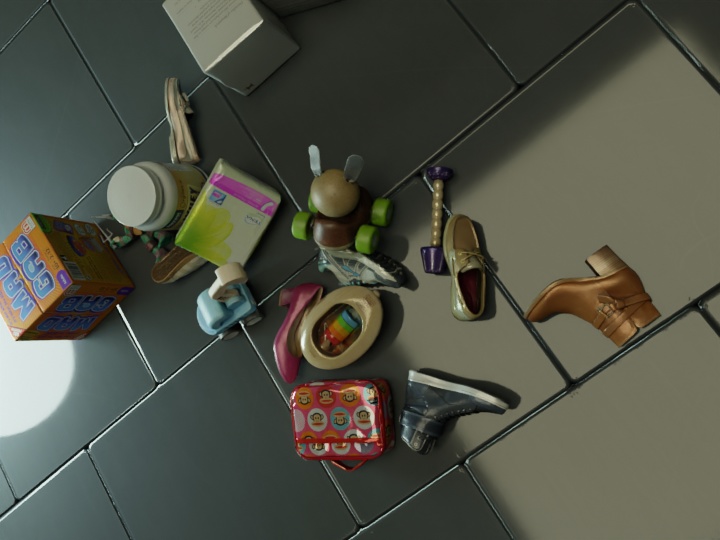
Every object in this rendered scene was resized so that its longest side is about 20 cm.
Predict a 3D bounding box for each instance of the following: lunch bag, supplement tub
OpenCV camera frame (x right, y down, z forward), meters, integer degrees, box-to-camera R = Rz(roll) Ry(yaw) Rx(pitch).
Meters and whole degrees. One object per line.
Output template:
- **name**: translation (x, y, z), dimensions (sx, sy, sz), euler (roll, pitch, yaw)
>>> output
- **lunch bag**: translation (-0.034, 0.300, 1.481), dimensions (0.200, 0.082, 0.176), euler (-7, 87, 24)
- **supplement tub**: translation (-0.419, -0.156, 1.607), dimensions (0.144, 0.200, 0.145), euler (2, 96, 23)

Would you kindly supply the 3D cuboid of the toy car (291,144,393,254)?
- **toy car**: translation (-0.040, -0.151, 1.435), dimensions (0.164, 0.200, 0.158), euler (13, 49, 17)

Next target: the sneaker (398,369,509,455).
- **sneaker**: translation (0.164, 0.274, 1.389), dimensions (0.202, 0.077, 0.146), euler (10, 78, 33)

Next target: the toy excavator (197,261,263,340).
- **toy excavator**: translation (-0.273, 0.059, 1.534), dimensions (0.194, 0.200, 0.100), euler (-33, 74, 17)

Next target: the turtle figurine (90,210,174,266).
- **turtle figurine**: translation (-0.509, -0.098, 1.695), dimensions (0.200, 0.150, 0.101), euler (33, 63, 11)

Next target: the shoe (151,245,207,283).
- **shoe**: translation (-0.370, -0.039, 1.669), dimensions (0.200, 0.053, 0.070), euler (-37, 58, 11)

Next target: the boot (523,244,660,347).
- **boot**: translation (0.398, 0.071, 1.319), dimensions (0.200, 0.074, 0.155), euler (-39, 76, 18)

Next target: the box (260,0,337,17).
- **box**: translation (-0.126, -0.661, 1.549), dimensions (0.200, 0.171, 0.199), euler (-9, 82, 22)

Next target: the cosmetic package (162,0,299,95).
- **cosmetic package**: translation (-0.270, -0.512, 1.601), dimensions (0.166, 0.167, 0.200), euler (-37, 73, 15)

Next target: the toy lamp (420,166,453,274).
- **toy lamp**: translation (0.145, -0.094, 1.450), dimensions (0.058, 0.058, 0.200), euler (3, 84, 23)

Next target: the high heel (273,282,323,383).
- **high heel**: translation (-0.117, 0.125, 1.536), dimensions (0.096, 0.067, 0.200), euler (-9, 69, 33)

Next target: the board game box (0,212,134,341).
- **board game box**: translation (-0.681, 0.020, 1.712), dimensions (0.200, 0.200, 0.200), euler (-42, 72, 15)

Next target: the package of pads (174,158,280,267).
- **package of pads**: translation (-0.271, -0.109, 1.584), dimensions (0.154, 0.068, 0.200), euler (29, 99, -19)

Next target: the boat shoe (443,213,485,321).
- **boat shoe**: translation (0.200, -0.007, 1.399), dimensions (0.074, 0.066, 0.200), euler (-7, 89, -18)

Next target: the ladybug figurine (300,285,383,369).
- **ladybug figurine**: translation (-0.029, 0.109, 1.492), dimensions (0.200, 0.072, 0.136), euler (-41, 78, 17)

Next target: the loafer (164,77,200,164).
- **loafer**: translation (-0.393, -0.332, 1.700), dimensions (0.063, 0.072, 0.200), euler (-5, 89, 6)

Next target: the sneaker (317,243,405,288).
- **sneaker**: translation (0.000, 0.000, 1.503), dimensions (0.200, 0.078, 0.086), euler (26, 108, 30)
